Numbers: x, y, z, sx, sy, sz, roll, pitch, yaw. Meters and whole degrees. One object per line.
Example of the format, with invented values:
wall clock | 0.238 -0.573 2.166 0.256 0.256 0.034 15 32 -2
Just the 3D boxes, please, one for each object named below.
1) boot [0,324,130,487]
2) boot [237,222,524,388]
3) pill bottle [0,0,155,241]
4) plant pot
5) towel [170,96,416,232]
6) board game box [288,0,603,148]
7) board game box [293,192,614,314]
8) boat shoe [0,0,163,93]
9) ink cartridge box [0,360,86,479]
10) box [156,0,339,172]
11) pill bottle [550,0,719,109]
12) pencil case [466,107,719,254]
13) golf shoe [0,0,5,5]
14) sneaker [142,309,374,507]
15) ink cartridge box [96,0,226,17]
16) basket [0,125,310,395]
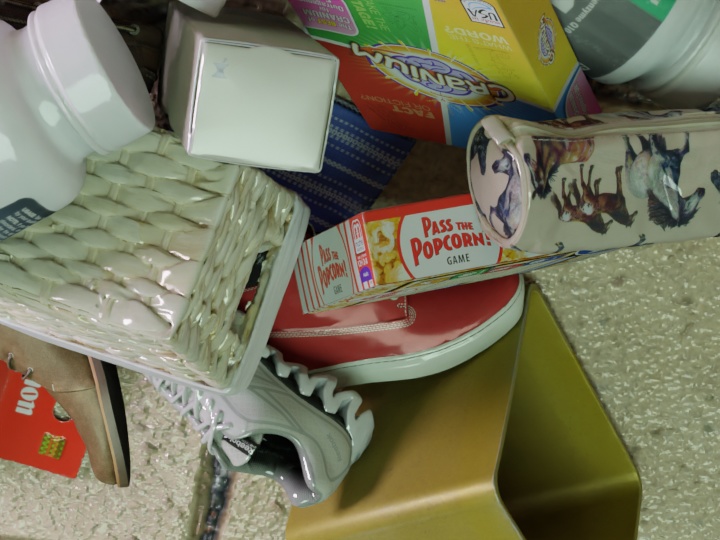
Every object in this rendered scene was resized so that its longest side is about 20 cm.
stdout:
boot | -0.202 0.054 1.589 0.075 0.074 0.201 -19 101 -3
boot | 0.000 0.000 1.567 0.199 0.073 0.145 -14 128 6
pill bottle | -0.222 -0.073 1.365 0.199 0.120 0.120 -27 122 9
plant pot | 0.064 0.160 1.632 0.176 0.200 0.200 -14 125 25
towel | -0.075 -0.040 1.581 0.144 0.024 0.200 25 121 -18
board game box | 0.047 -0.134 1.415 0.152 0.040 0.200 13 159 27
board game box | 0.074 -0.019 1.486 0.199 0.151 0.047 -11 86 -20
boat shoe | -0.216 -0.158 1.481 0.202 0.075 0.075 22 87 -7
ink cartridge box | -0.272 0.074 1.645 0.199 0.050 0.163 17 124 -8
box | -0.069 -0.110 1.411 0.082 0.200 0.069 7 101 -10
pill bottle | 0.134 -0.180 1.427 0.199 0.113 0.113 29 120 -20
pencil case | 0.159 -0.058 1.394 0.199 0.078 0.090 -5 123 -18
golf shoe | -0.250 -0.211 1.410 0.097 0.078 0.201 22 102 25
sneaker | -0.087 0.076 1.549 0.200 0.081 0.075 32 137 -4
ink cartridge box | -0.080 -0.230 1.390 0.068 0.116 0.200 26 122 -16
basket | -0.152 -0.023 1.464 0.199 0.136 0.123 17 169 18
